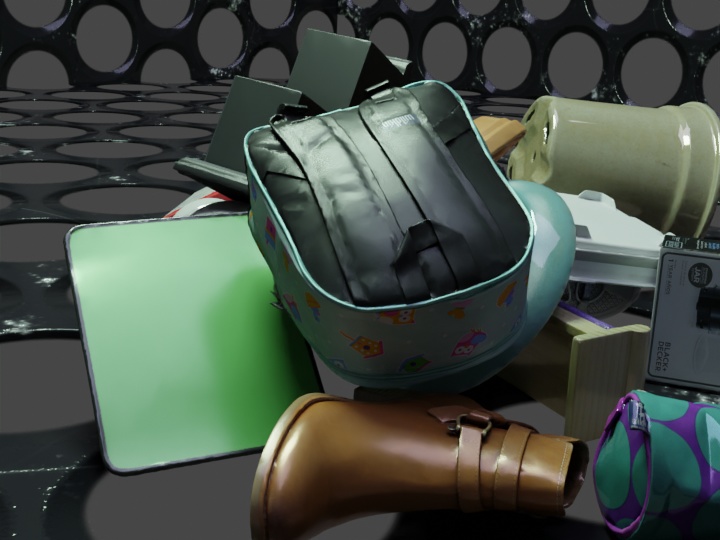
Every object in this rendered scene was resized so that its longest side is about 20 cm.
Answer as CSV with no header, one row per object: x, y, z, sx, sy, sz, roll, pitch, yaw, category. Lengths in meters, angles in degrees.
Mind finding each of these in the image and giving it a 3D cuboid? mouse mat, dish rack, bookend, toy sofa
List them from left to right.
-0.116,0.042,0.696,0.159,0.008,0.201,-5,56,-23,mouse mat
-0.054,-0.147,0.932,0.091,0.201,0.200,18,-3,27,bookend
0.147,0.055,0.782,0.097,0.084,0.200,-6,18,-26,toy sofa
0.199,-0.039,0.904,0.198,0.044,0.172,6,22,-32,dish rack

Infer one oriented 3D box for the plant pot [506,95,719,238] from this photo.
0.268,-0.109,1.097,0.181,0.203,0.201,12,14,-11,plant pot

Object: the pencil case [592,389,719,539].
0.243,0.115,0.577,0.197,0.085,0.093,4,58,-2,pencil case

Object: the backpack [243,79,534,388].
0.021,-0.014,0.668,0.174,0.155,0.201,-14,41,-16,backpack

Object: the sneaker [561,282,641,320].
0.168,0.013,0.911,0.197,0.076,0.082,4,0,-8,sneaker

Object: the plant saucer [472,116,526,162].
0.059,-0.071,0.873,0.200,0.038,0.200,-39,-2,-1,plant saucer

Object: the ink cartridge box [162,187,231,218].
-0.145,-0.060,1.086,0.115,0.068,0.200,-24,12,11,ink cartridge box

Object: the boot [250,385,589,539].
0.040,0.121,0.567,0.154,0.078,0.200,11,8,25,boot

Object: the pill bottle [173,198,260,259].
-0.108,0.001,0.866,0.113,0.116,0.200,-4,18,-24,pill bottle

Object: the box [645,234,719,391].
0.339,0.043,0.802,0.198,0.118,0.060,7,14,19,box

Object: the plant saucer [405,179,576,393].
0.078,0.006,0.779,0.027,0.201,0.200,38,-5,-32,plant saucer
